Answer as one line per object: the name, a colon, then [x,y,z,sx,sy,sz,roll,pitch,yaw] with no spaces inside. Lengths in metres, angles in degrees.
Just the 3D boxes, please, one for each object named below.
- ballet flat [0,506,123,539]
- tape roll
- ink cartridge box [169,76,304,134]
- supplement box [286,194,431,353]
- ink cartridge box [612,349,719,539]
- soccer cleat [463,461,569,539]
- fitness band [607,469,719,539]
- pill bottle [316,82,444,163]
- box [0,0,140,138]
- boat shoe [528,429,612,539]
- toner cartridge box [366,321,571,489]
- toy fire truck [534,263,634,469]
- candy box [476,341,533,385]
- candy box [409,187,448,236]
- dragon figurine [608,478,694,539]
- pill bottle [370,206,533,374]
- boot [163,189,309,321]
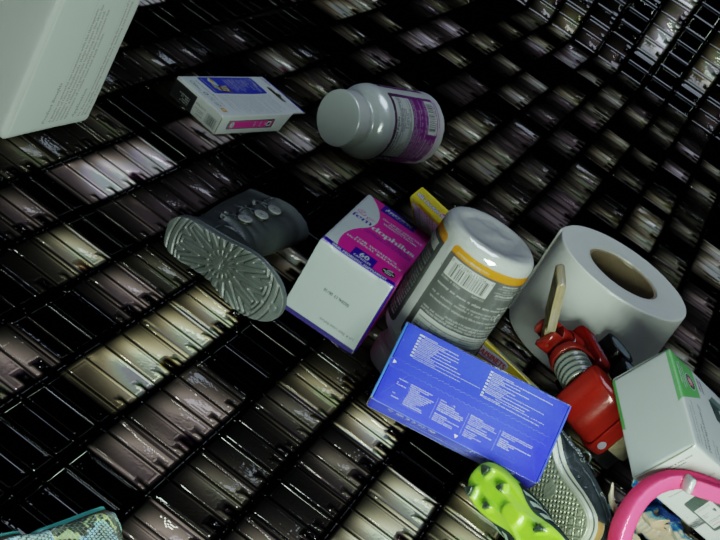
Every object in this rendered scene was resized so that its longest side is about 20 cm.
ballet flat: [-0.238,0.218,0.995,0.074,0.075,0.199,44,30,25]
tape roll: [0.318,0.055,1.888,0.201,0.140,0.203,26,25,-13]
ink cartridge box: [-0.170,-0.234,1.965,0.095,0.037,0.199,41,28,21]
supplement box: [0.000,0.000,1.651,0.101,0.104,0.200,33,22,3]
ink cartridge box: [0.380,0.207,1.573,0.200,0.084,0.147,40,30,-32]
soccer cleat: [0.179,0.271,1.409,0.081,0.068,0.200,26,21,-46]
fitness band: [0.353,0.291,1.481,0.198,0.145,0.037,22,7,-22]
pill bottle: [0.028,-0.220,2.086,0.199,0.113,0.112,0,40,-51]
box: [-0.394,-0.294,1.601,0.199,0.200,0.171,36,24,12]
boat shoe: [0.217,0.223,1.535,0.062,0.075,0.201,19,32,-38]
toner cartridge box: [0.115,0.145,1.498,0.198,0.096,0.043,28,-18,2]
toy fire truck: [0.265,0.108,1.675,0.199,0.129,0.177,37,20,-31]
candy box: [0.142,0.091,1.686,0.200,0.026,0.102,44,0,23]
candy box: [0.111,-0.017,1.762,0.102,0.026,0.201,42,-16,24]
dragon figurine: [0.315,0.268,1.565,0.199,0.059,0.100,30,22,-31]
pill bottle: [0.099,0.038,1.575,0.115,0.201,0.117,26,25,-13]
boot: [-0.114,-0.022,1.610,0.164,0.066,0.200,40,20,11]
